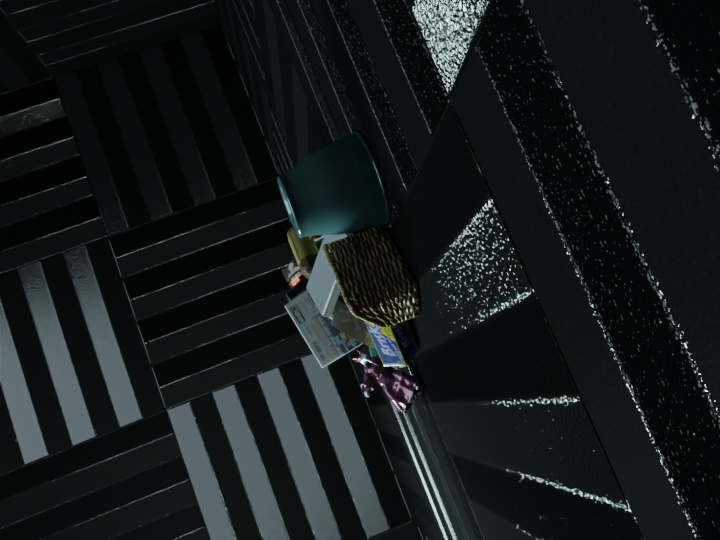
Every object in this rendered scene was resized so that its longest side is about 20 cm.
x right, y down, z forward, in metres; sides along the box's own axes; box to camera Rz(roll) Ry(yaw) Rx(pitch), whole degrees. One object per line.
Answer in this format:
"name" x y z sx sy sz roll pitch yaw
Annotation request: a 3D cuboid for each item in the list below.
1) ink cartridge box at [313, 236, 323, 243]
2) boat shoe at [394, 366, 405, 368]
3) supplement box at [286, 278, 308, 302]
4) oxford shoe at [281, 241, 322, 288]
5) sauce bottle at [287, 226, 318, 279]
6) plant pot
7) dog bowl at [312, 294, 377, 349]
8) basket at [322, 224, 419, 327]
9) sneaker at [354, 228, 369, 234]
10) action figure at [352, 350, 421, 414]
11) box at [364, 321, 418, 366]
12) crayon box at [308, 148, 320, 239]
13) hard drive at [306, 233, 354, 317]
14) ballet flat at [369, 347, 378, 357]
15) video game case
"ink cartridge box" -0.100 -0.117 1.876 0.200 0.116 0.067 -27 84 64
"boat shoe" 0.073 0.178 1.795 0.073 0.065 0.200 -122 15 -63
"supplement box" -0.074 0.097 1.955 0.200 0.200 0.134 53 171 5
"oxford shoe" -0.148 -0.031 1.865 0.073 0.200 0.071 50 -147 5
"sauce bottle" -0.131 -0.026 1.764 0.066 0.066 0.200 83 166 -61
"plant pot" -0.062 -0.159 1.406 0.200 0.188 0.200 159 90 -83
"dog bowl" -0.021 0.117 1.699 0.200 0.059 0.200 32 -178 -1
"basket" 0.021 0.027 1.456 0.143 0.149 0.200 80 166 -54
"sneaker" -0.011 -0.107 1.635 0.091 0.076 0.200 15 117 52
"action figure" 0.071 0.268 1.788 0.200 0.134 0.149 37 -172 16
"box" 0.059 0.122 1.599 0.070 0.064 0.200 -10 111 39
"crayon box" -0.094 -0.190 1.740 0.200 0.052 0.126 -60 43 40
"hard drive" -0.068 -0.012 1.605 0.132 0.026 0.200 55 130 51
"ballet flat" 0.052 0.207 2.069 0.200 0.068 0.072 67 -168 17
"video game case" -0.081 0.132 1.843 0.200 0.182 0.023 58 -162 4
